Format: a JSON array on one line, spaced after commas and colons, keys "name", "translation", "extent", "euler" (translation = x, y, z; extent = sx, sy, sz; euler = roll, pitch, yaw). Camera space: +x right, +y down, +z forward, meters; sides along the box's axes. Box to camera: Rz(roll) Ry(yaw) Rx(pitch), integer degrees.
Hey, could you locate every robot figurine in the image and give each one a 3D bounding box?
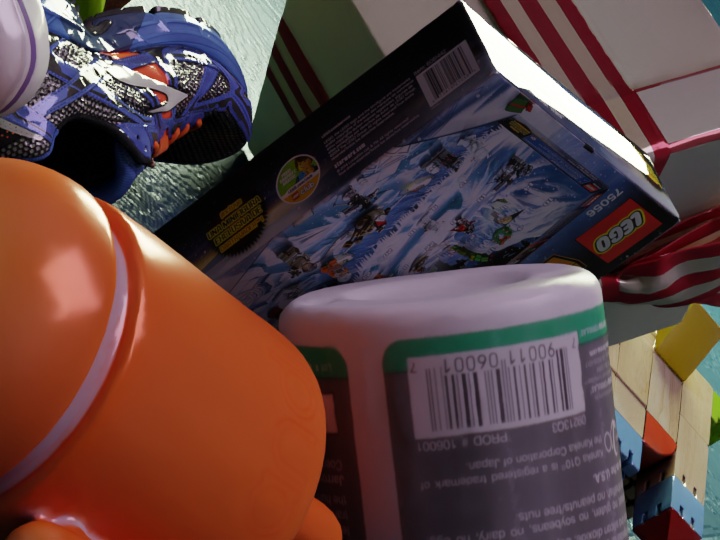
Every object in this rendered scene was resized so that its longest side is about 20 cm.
[{"name": "robot figurine", "translation": [-0.091, 0.040, 0.918], "extent": [0.200, 0.116, 0.144], "euler": [39, 64, -42]}]

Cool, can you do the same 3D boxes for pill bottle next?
[{"name": "pill bottle", "translation": [0.037, 0.103, 1.023], "extent": [0.113, 0.113, 0.201], "euler": [-22, 107, -73]}]

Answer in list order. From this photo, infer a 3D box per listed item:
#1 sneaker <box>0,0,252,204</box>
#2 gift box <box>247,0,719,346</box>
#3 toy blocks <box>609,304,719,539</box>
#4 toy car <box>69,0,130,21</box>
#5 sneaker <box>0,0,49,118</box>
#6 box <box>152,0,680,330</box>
[{"name": "sneaker", "translation": [-0.105, -0.057, 1.170], "extent": [0.200, 0.075, 0.079], "euler": [6, 58, -58]}, {"name": "gift box", "translation": [0.072, -0.046, 1.355], "extent": [0.187, 0.184, 0.200], "euler": [60, -23, 28]}, {"name": "toy blocks", "translation": [0.107, 0.059, 1.484], "extent": [0.200, 0.100, 0.137], "euler": [47, 29, -20]}, {"name": "toy car", "translation": [-0.097, -0.210, 1.241], "extent": [0.158, 0.200, 0.164], "euler": [48, 17, -19]}, {"name": "sneaker", "translation": [-0.200, -0.119, 1.028], "extent": [0.200, 0.073, 0.114], "euler": [44, 20, 2]}, {"name": "box", "translation": [0.000, 0.000, 1.090], "extent": [0.137, 0.200, 0.040], "euler": [34, 26, -49]}]
